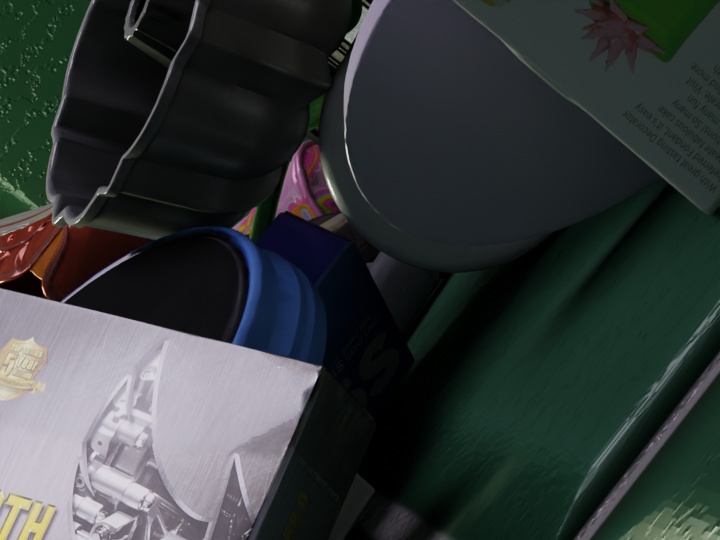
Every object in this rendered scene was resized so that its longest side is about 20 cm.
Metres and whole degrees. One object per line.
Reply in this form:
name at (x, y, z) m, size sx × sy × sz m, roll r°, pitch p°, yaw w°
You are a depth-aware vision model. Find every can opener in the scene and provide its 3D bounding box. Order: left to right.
can opener at (0.000, 0.000, 1.267) m, size 0.200 × 0.067 × 0.053 m, roll -55°, pitch 6°, yaw -35°

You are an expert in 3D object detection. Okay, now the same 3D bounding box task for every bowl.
bowl at (-0.102, 0.064, 1.025) m, size 0.200 × 0.039 × 0.201 m, roll -34°, pitch 27°, yaw 20°

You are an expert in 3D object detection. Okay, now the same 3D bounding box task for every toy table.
toy table at (0.076, -0.110, 0.946) m, size 0.200 × 0.184 × 0.117 m, roll -32°, pitch 28°, yaw 16°

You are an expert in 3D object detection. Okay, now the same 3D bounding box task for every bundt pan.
bundt pan at (-0.060, -0.101, 1.105) m, size 0.202 × 0.076 × 0.202 m, roll -55°, pitch 24°, yaw 39°

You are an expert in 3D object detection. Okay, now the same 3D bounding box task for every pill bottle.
pill bottle at (0.049, -0.080, 1.159) m, size 0.114 × 0.114 × 0.200 m, roll -49°, pitch 6°, yaw 18°

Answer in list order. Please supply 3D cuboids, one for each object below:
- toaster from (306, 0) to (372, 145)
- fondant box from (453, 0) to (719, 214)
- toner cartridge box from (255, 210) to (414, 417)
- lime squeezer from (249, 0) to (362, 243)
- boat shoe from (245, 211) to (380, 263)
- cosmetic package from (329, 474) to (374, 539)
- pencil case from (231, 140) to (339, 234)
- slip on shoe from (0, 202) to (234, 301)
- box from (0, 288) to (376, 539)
toaster at (0.027, -0.137, 1.398) m, size 0.119 × 0.200 × 0.181 m, roll -51°, pitch -3°, yaw -30°
fondant box at (0.121, -0.141, 0.824) m, size 0.200 × 0.144 × 0.058 m, roll -49°, pitch 6°, yaw 13°
toner cartridge box at (-0.060, 0.081, 1.102) m, size 0.200 × 0.043 × 0.095 m, roll -53°, pitch -37°, yaw -19°
lime squeezer at (-0.019, -0.092, 1.167) m, size 0.071 × 0.038 × 0.201 m, roll 38°, pitch 111°, yaw 58°
boat shoe at (-0.047, 0.006, 1.303) m, size 0.200 × 0.073 × 0.075 m, roll -19°, pitch -62°, yaw -65°
cosmetic package at (-0.074, 0.151, 0.972) m, size 0.082 × 0.051 × 0.200 m, roll -35°, pitch 17°, yaw 53°
pencil case at (-0.051, 0.001, 1.608) m, size 0.200 × 0.087 × 0.088 m, roll -45°, pitch 8°, yaw 39°
slip on shoe at (-0.133, -0.007, 1.312) m, size 0.200 × 0.074 × 0.061 m, roll -22°, pitch 48°, yaw 39°
box at (-0.112, 0.092, 0.910) m, size 0.048 × 0.199 × 0.159 m, roll 48°, pitch -119°, yaw -52°
